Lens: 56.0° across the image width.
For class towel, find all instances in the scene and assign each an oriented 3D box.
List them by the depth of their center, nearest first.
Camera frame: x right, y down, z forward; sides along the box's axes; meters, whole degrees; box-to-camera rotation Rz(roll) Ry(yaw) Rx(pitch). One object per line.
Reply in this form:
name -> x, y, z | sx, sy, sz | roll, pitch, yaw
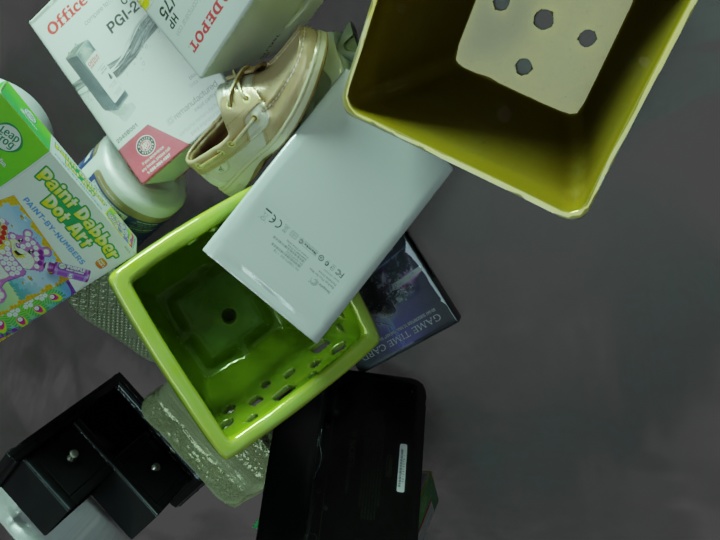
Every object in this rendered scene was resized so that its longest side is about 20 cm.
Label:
towel -> -0.193, 0.216, 0.897 | 0.201, 0.036, 0.148 | 49, 119, 0

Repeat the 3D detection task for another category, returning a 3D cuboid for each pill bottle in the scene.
pill bottle -> -0.303, -0.066, 0.794 | 0.199, 0.111, 0.112 | -33, 95, 30

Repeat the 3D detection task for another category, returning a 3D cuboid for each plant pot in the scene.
plant pot -> 0.129, -0.191, 0.521 | 0.198, 0.176, 0.203 | 27, 118, 11
plant pot -> -0.129, 0.043, 0.699 | 0.202, 0.198, 0.181 | 60, 157, -9

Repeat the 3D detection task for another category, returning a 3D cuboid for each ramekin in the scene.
ramekin -> -0.424, 0.352, 0.969 | 0.199, 0.098, 0.202 | 37, 155, 20

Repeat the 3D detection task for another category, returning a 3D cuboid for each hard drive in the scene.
hard drive -> -0.027, -0.056, 0.605 | 0.131, 0.026, 0.201 | 39, 88, -11

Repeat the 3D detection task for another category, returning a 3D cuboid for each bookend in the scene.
bookend -> -0.336, 0.275, 0.888 | 0.199, 0.200, 0.092 | 48, 120, 1

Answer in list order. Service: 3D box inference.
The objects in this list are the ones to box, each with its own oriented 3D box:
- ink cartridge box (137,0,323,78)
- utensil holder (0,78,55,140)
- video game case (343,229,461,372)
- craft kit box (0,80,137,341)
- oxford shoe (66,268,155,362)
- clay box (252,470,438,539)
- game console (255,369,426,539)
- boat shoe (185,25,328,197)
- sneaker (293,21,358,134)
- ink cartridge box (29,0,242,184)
ink cartridge box -> -0.127, -0.307, 0.597 | 0.201, 0.146, 0.146 | 50, 129, -2
utensil holder -> -0.433, -0.116, 0.751 | 0.167, 0.201, 0.173 | -8, 121, -14
video game case -> 0.000, 0.000, 0.741 | 0.142, 0.019, 0.202 | -31, 96, 30
craft kit box -> -0.361, -0.045, 0.671 | 0.196, 0.049, 0.201 | -34, 123, -1
oxford shoe -> -0.285, 0.038, 0.812 | 0.074, 0.058, 0.201 | -20, 135, 16
clay box -> -0.018, 0.288, 0.802 | 0.197, 0.115, 0.048 | -8, 109, 26
game console -> -0.023, 0.225, 0.763 | 0.172, 0.203, 0.117 | 7, 154, -2
boat shoe -> -0.100, -0.144, 0.611 | 0.068, 0.075, 0.200 | 23, 134, -25
sneaker -> -0.018, -0.126, 0.661 | 0.087, 0.074, 0.204 | -16, 94, 7
ink cartridge box -> -0.217, -0.214, 0.701 | 0.145, 0.085, 0.202 | -34, 92, 15
